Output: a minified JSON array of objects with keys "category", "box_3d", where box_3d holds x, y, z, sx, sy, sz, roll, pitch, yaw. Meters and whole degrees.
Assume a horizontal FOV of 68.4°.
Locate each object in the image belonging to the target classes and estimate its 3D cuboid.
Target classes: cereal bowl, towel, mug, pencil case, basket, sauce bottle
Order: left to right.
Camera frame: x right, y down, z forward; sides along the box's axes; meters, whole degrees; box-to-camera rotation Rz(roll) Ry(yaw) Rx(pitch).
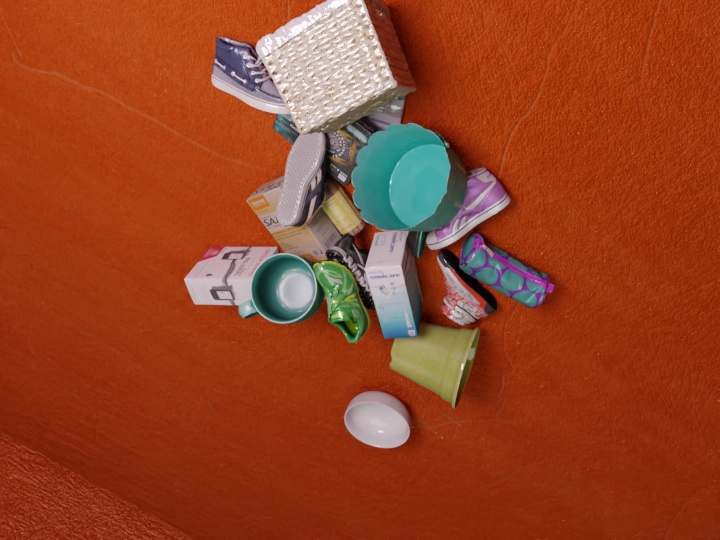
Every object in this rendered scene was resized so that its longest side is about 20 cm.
[{"category":"mug","box_3d":[-0.170,0.041,1.187,0.182,0.114,0.154,6,87,12]},{"category":"sauce bottle","box_3d":[-0.065,-0.164,1.156,0.066,0.066,0.201,-23,114,30]},{"category":"basket","box_3d":[-0.032,-0.341,0.892,0.198,0.198,0.162,-20,99,21]},{"category":"towel","box_3d":[0.009,-0.299,1.057,0.145,0.024,0.202,16,128,4]},{"category":"cereal bowl","box_3d":[0.055,0.421,1.544,0.197,0.084,0.202,8,127,11]},{"category":"pencil case","box_3d":[0.311,0.002,1.149,0.198,0.086,0.092,28,157,-6]}]

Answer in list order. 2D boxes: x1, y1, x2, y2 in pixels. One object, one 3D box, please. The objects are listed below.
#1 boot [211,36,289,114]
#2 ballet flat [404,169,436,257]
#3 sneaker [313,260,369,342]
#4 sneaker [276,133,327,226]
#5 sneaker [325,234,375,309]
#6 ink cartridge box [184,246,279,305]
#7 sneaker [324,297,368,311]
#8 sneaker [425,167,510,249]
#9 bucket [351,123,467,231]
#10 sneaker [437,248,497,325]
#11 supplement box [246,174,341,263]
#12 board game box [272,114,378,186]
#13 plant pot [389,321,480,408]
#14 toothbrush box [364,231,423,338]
[{"category":"boot","box_3d":[-0.204,-0.375,1.018,0.198,0.073,0.091,26,127,14]},{"category":"ballet flat","box_3d":[0.122,-0.125,1.132,0.068,0.068,0.202,20,119,14]},{"category":"sneaker","box_3d":[-0.038,0.067,1.124,0.073,0.084,0.201,-18,114,25]},{"category":"sneaker","box_3d":[-0.108,-0.186,1.077,0.078,0.079,0.202,27,102,28]},{"category":"sneaker","box_3d":[0.000,0.000,1.186,0.066,0.091,0.201,2,137,41]},{"category":"ink cartridge box","box_3d":[-0.304,0.012,1.306,0.197,0.146,0.084,0,125,17]},{"category":"sneaker","box_3d":[-0.049,0.071,1.270,0.115,0.203,0.073,-20,158,33]},{"category":"sneaker","box_3d":[0.196,-0.135,1.098,0.200,0.073,0.114,-37,106,24]},{"category":"bucket","box_3d":[0.098,-0.168,1.007,0.205,0.134,0.210,0,89,30]},{"category":"sneaker","box_3d":[0.215,0.048,1.225,0.108,0.068,0.201,-35,113,32]},{"category":"supplement box","box_3d":[-0.146,-0.111,1.195,0.125,0.074,0.201,-11,123,43]},{"category":"board game box","box_3d":[-0.073,-0.282,1.062,0.199,0.028,0.136,39,130,3]},{"category":"plant pot","box_3d":[0.176,0.209,1.297,0.182,0.201,0.202,17,130,20]},{"category":"toothbrush box","box_3d":[0.081,0.031,1.202,0.084,0.147,0.202,-5,125,16]}]
